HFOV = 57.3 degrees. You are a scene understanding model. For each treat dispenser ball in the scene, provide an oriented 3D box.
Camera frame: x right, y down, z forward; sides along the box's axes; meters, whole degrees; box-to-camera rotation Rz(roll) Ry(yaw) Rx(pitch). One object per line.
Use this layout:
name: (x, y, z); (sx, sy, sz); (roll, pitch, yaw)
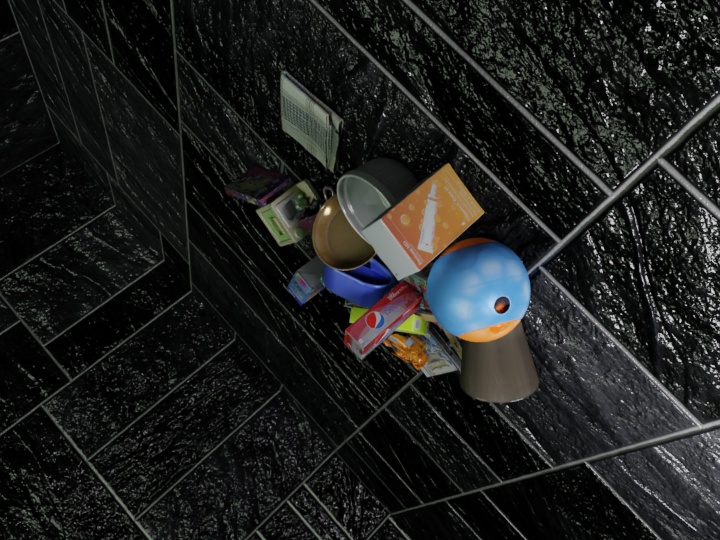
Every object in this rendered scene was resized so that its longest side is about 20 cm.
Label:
treat dispenser ball: (0.229, 0.037, 1.285); (0.201, 0.201, 0.202); (38, 153, 24)

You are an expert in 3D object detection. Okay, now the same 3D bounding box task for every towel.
towel: (-0.121, -0.341, 1.551); (0.200, 0.034, 0.193); (42, 154, 17)

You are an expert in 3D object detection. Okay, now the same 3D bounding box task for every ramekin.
ramekin: (0.052, -0.151, 1.438); (0.200, 0.105, 0.201); (38, 152, 24)

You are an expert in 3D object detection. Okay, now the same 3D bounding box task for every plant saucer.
plant saucer: (-0.022, -0.095, 1.581); (0.200, 0.201, 0.035); (36, -176, 29)

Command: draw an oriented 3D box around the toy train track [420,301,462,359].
toy train track: (0.210, 0.132, 1.511); (0.114, 0.033, 0.201); (7, 138, 46)

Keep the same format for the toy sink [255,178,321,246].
toy sink: (-0.190, -0.155, 1.831); (0.131, 0.112, 0.200); (56, 155, -14)

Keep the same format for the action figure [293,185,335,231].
action figure: (-0.072, -0.108, 1.745); (0.200, 0.149, 0.134); (39, 173, -24)

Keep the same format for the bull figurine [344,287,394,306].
bull figurine: (0.037, 0.078, 1.787); (0.120, 0.066, 0.200); (14, 167, -14)

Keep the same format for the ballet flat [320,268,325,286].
ballet flat: (-0.054, 0.003, 1.774); (0.062, 0.200, 0.068); (16, 106, 8)

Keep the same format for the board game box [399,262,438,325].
board game box: (0.184, 0.060, 1.557); (0.199, 0.064, 0.148); (28, 147, 41)

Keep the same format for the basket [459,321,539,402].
basket: (0.295, 0.169, 1.440); (0.179, 0.136, 0.201); (0, 126, 18)

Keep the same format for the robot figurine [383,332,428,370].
robot figurine: (0.092, 0.190, 1.811); (0.199, 0.058, 0.145); (28, 156, 24)

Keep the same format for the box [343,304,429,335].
box: (0.065, 0.127, 1.695); (0.199, 0.048, 0.122); (6, 173, 26)

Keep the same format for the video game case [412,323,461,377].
video game case: (0.178, 0.210, 1.818); (0.181, 0.025, 0.200); (52, 155, -1)

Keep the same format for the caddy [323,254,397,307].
caddy: (0.000, 0.000, 1.635); (0.199, 0.141, 0.106); (25, 127, 14)

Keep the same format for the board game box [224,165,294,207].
board game box: (-0.290, -0.241, 1.872); (0.199, 0.120, 0.032); (21, 140, 45)

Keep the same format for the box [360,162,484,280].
box: (0.121, -0.095, 1.284); (0.125, 0.200, 0.097); (52, 155, -5)

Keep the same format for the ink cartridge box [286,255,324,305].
ink cartridge box: (-0.136, 0.023, 1.956); (0.077, 0.136, 0.200); (52, 156, 3)

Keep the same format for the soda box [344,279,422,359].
soda box: (0.053, 0.113, 1.538); (0.063, 0.200, 0.070); (41, 153, 20)

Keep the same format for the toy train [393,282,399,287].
toy train: (0.050, 0.018, 1.758); (0.199, 0.034, 0.046); (9, 136, 56)
